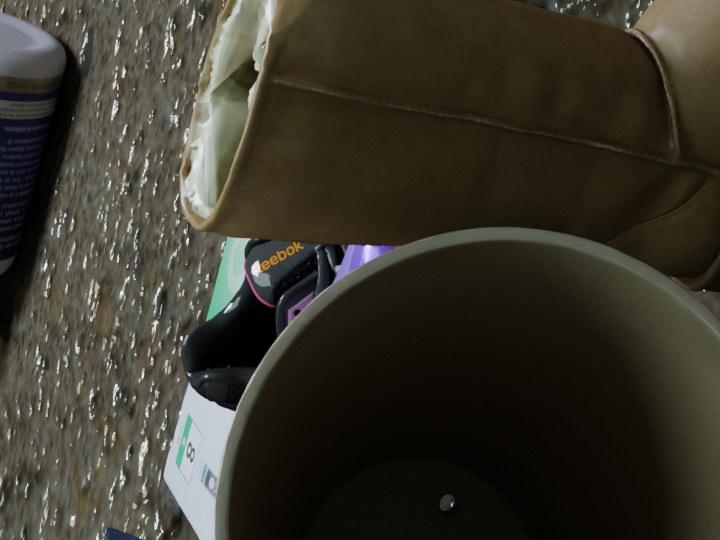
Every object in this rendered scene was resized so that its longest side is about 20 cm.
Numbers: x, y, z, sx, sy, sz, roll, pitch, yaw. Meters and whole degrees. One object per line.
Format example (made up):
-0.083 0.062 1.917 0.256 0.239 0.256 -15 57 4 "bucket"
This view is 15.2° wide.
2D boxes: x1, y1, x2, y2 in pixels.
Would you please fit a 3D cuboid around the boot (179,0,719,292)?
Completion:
0.058 -0.079 0.877 0.066 0.199 0.176 -140 63 -63 "boot"

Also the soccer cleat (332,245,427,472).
-0.009 0.062 1.066 0.067 0.076 0.201 -82 -4 -53 "soccer cleat"

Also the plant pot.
0.033 0.098 0.925 0.200 0.187 0.188 127 148 -76 "plant pot"

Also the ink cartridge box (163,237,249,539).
-0.025 0.065 1.206 0.200 0.050 0.161 -129 53 -63 "ink cartridge box"

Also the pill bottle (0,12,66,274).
-0.263 -0.061 1.710 0.116 0.115 0.201 -132 55 -61 "pill bottle"

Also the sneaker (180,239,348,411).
0.000 0.000 1.091 0.200 0.086 0.080 -53 45 29 "sneaker"

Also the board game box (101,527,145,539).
-0.078 0.194 1.095 0.136 0.035 0.200 -69 -22 -12 "board game box"
